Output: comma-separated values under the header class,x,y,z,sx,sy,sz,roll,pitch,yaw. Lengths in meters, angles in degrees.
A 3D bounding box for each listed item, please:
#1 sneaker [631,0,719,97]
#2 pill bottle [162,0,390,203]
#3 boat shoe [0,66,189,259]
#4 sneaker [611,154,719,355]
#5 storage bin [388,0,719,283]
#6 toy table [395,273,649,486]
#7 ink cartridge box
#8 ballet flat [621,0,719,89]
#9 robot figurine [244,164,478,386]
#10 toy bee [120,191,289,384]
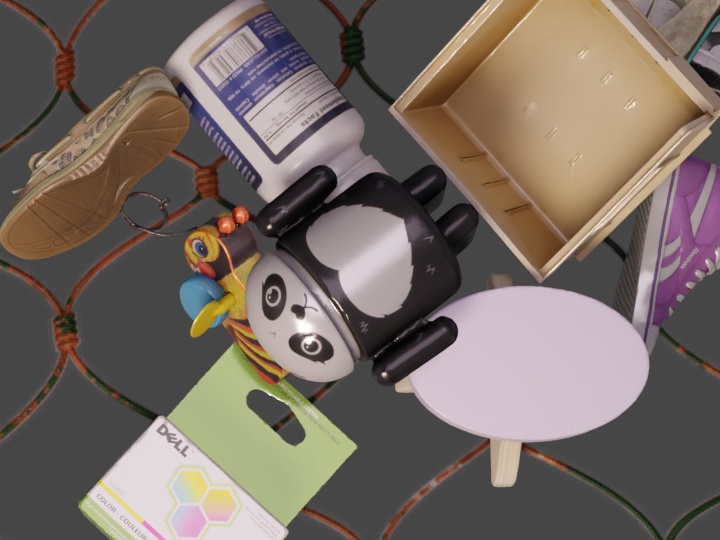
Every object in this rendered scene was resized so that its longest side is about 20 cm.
class,x,y,z,sx,sy,sz,roll,pitch,yaw
sneaker,0.257,-0.227,1.773,0.200,0.074,0.080,30,66,-7
pill bottle,-0.067,-0.126,1.681,0.111,0.111,0.200,-39,87,-13
boat shoe,-0.227,-0.088,1.662,0.200,0.073,0.063,-39,44,10
sneaker,0.291,-0.002,1.730,0.114,0.073,0.201,18,78,-7
storage bin,0.168,-0.134,1.662,0.200,0.094,0.199,50,116,13
toy table,0.131,0.087,1.667,0.199,0.117,0.185,12,79,-5
ink cartridge box,-0.116,0.171,1.638,0.148,0.076,0.200,42,78,1
ballet flat,0.295,-0.239,1.716,0.062,0.067,0.200,36,62,8
robot figurine,0.001,0.001,1.583,0.200,0.150,0.125,-37,131,-10
toy bee,-0.112,0.001,1.643,0.200,0.109,0.131,32,54,-10
